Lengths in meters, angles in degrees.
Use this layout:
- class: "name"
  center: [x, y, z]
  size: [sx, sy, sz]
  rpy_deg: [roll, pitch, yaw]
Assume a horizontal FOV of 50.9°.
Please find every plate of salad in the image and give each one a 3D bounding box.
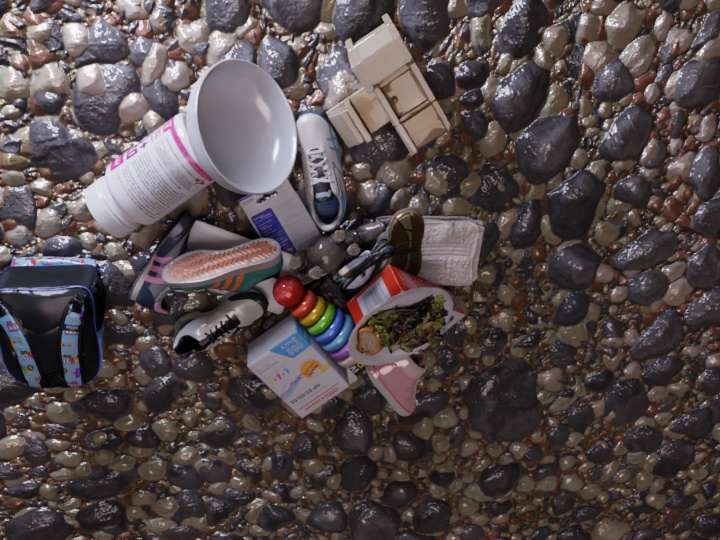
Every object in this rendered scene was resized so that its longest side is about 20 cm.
- class: "plate of salad"
  center: [0.073, 0.104, 1.277]
  size: [0.198, 0.048, 0.201]
  rpy_deg: [-19, 142, -15]

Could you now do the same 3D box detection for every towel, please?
- class: "towel"
  center: [0.120, -0.032, 1.353]
  size: [0.197, 0.035, 0.134]
  rpy_deg: [-1, 119, -8]

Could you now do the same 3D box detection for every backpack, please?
- class: "backpack"
  center: [-0.514, 0.093, 1.273]
  size: [0.180, 0.135, 0.202]
  rpy_deg: [-3, 120, -7]

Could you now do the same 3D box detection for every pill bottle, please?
- class: "pill bottle"
  center: [-0.322, -0.144, 1.179]
  size: [0.199, 0.114, 0.114]
  rpy_deg: [-33, 119, 10]

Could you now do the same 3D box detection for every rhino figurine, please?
- class: "rhino figurine"
  center: [-0.032, -0.041, 1.269]
  size: [0.198, 0.087, 0.060]
  rpy_deg: [-29, 93, -12]

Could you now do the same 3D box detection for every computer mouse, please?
- class: "computer mouse"
  center: [0.000, 0.000, 1.268]
  size: [0.109, 0.200, 0.044]
  rpy_deg: [-38, 91, -8]

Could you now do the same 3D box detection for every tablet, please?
- class: "tablet"
  center: [-0.210, -0.002, 1.312]
  size: [0.198, 0.014, 0.131]
  rpy_deg: [20, 123, -11]

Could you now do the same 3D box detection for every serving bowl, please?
- class: "serving bowl"
  center: [-0.187, -0.210, 1.139]
  size: [0.065, 0.201, 0.201]
  rpy_deg: [-7, 130, 40]

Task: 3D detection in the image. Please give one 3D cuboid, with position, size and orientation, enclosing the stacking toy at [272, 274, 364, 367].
- class: "stacking toy"
  center: [-0.074, 0.081, 1.314]
  size: [0.085, 0.086, 0.200]
  rpy_deg: [-43, 113, 16]

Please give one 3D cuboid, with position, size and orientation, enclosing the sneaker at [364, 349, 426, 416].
- class: "sneaker"
  center: [0.091, 0.206, 1.440]
  size: [0.104, 0.076, 0.201]
  rpy_deg: [-29, 139, 7]

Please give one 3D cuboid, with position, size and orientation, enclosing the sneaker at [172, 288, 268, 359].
- class: "sneaker"
  center: [-0.246, 0.099, 1.332]
  size: [0.198, 0.080, 0.074]
  rpy_deg: [-26, 120, 19]

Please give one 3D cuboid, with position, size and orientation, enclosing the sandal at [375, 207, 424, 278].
- class: "sandal"
  center: [0.065, -0.039, 1.289]
  size: [0.079, 0.054, 0.201]
  rpy_deg: [-10, 139, -16]

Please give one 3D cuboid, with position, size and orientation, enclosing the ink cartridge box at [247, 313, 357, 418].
- class: "ink cartridge box"
  center: [-0.099, 0.185, 1.375]
  size: [0.115, 0.068, 0.200]
  rpy_deg: [-35, 119, 12]

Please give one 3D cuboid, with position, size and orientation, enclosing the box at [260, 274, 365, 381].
- class: "box"
  center: [-0.062, 0.122, 1.409]
  size: [0.160, 0.044, 0.200]
  rpy_deg: [-37, 118, 12]

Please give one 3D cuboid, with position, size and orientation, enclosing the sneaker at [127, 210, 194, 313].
- class: "sneaker"
  center: [-0.316, -0.011, 1.280]
  size: [0.081, 0.070, 0.201]
  rpy_deg: [32, 119, -12]

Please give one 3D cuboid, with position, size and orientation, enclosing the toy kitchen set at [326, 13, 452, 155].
- class: "toy kitchen set"
  center: [0.031, -0.239, 1.136]
  size: [0.162, 0.181, 0.201]
  rpy_deg: [-31, 115, 11]

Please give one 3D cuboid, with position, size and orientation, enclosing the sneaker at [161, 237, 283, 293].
- class: "sneaker"
  center: [-0.223, 0.008, 1.252]
  size: [0.197, 0.072, 0.080]
  rpy_deg: [-11, 140, -8]

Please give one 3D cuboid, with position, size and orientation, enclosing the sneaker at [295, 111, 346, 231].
- class: "sneaker"
  center: [-0.062, -0.158, 1.234]
  size: [0.071, 0.073, 0.202]
  rpy_deg: [-11, 119, 0]

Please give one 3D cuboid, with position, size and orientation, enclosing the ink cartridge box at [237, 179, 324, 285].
- class: "ink cartridge box"
  center: [-0.121, -0.066, 1.298]
  size: [0.094, 0.037, 0.201]
  rpy_deg: [-25, 122, 7]

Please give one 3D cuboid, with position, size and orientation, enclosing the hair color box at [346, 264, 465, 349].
- class: "hair color box"
  center: [0.083, 0.069, 1.340]
  size: [0.111, 0.064, 0.199]
  rpy_deg: [-42, 142, 22]
